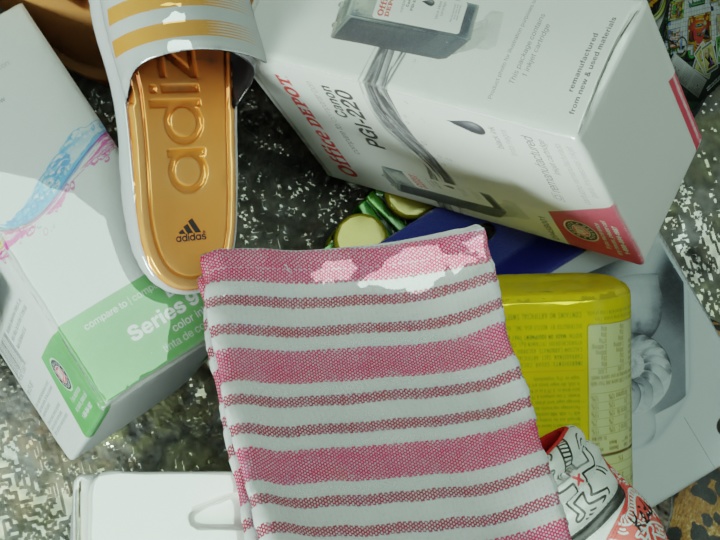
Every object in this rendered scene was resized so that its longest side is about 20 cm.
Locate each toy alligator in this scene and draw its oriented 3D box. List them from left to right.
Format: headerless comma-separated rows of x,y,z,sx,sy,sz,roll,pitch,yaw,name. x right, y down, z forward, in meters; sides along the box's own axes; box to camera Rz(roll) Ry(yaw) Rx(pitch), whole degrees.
0.000,0.000,1.123,0.200,0.059,0.054,-45,90,-8,toy alligator

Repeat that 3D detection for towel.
0.011,0.068,0.908,0.146,0.030,0.201,-6,56,-12,towel

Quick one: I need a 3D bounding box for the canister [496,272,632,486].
0.071,0.106,1.026,0.148,0.087,0.201,-1,99,2,canister

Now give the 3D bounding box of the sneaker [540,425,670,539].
0.049,0.159,0.959,0.201,0.067,0.108,-36,94,3,sneaker

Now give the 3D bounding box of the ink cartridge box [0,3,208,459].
-0.164,-0.017,1.042,0.087,0.145,0.200,-34,85,-20,ink cartridge box

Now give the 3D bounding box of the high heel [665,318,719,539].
0.165,0.124,1.142,0.142,0.071,0.200,40,81,22,high heel

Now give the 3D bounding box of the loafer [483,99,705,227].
0.136,-0.088,1.179,0.200,0.063,0.072,-43,112,-36,loafer

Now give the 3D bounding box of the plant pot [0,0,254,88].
-0.135,-0.202,1.050,0.140,0.200,0.201,14,66,-55,plant pot

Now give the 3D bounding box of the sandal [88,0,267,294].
-0.078,-0.093,0.955,0.079,0.059,0.208,-10,94,-33,sandal

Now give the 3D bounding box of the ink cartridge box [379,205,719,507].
0.090,0.054,1.081,0.199,0.041,0.200,-33,98,5,ink cartridge box

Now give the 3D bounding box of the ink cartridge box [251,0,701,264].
0.055,-0.090,1.018,0.199,0.146,0.085,19,73,29,ink cartridge box

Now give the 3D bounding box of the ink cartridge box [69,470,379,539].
-0.070,0.155,0.984,0.145,0.200,0.084,0,75,-8,ink cartridge box

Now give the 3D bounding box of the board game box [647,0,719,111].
0.165,-0.135,1.149,0.200,0.023,0.105,-40,116,-40,board game box
